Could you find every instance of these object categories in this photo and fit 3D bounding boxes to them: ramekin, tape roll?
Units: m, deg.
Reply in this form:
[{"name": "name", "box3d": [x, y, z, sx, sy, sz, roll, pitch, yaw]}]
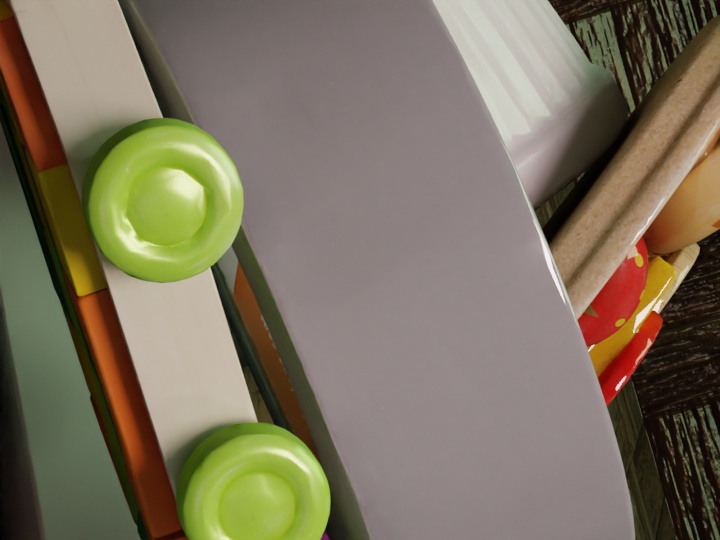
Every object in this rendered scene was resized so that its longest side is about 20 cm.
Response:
[{"name": "ramekin", "box3d": [-0.016, -0.047, 0.951, 0.095, 0.201, 0.202, 61, 13, -10]}, {"name": "tape roll", "box3d": [0.000, 0.000, 0.732, 0.200, 0.066, 0.201, 157, -90, -83]}]

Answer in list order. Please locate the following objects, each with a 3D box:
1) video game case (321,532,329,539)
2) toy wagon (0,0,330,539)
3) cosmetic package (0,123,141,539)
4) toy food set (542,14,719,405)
[{"name": "video game case", "box3d": [-0.007, 0.101, 0.972, 0.181, 0.036, 0.201, -68, 167, -74]}, {"name": "toy wagon", "box3d": [-0.044, 0.022, 0.651, 0.155, 0.039, 0.201, -131, -155, -71]}, {"name": "cosmetic package", "box3d": [-0.085, 0.005, 0.795, 0.083, 0.050, 0.201, 129, -49, -67]}, {"name": "toy food set", "box3d": [0.087, -0.006, 0.927, 0.049, 0.200, 0.198, 37, -5, 0]}]
